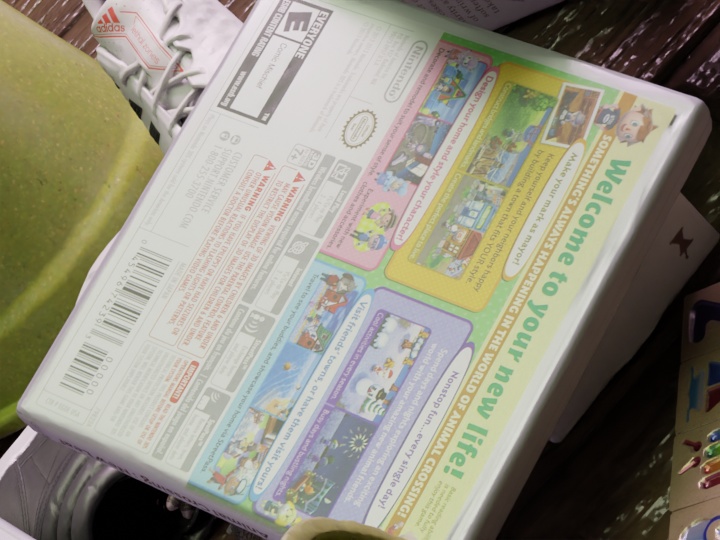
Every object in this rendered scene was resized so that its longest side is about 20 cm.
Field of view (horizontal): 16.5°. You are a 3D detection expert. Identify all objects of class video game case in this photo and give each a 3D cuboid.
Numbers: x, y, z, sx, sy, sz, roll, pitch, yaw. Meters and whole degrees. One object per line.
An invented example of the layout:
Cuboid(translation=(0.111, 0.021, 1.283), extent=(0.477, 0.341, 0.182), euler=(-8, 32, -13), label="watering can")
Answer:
Cuboid(translation=(0.000, 0.000, 0.871), extent=(0.182, 0.022, 0.200), euler=(21, 73, 28), label="video game case")

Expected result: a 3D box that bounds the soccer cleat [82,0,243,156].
Cuboid(translation=(-0.068, -0.077, 1.006), extent=(0.069, 0.085, 0.200), euler=(-43, 30, 4), label="soccer cleat")

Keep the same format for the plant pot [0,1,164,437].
Cuboid(translation=(-0.196, -0.054, 1.138), extent=(0.200, 0.184, 0.200), euler=(-36, 29, 24), label="plant pot")

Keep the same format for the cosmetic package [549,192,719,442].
Cuboid(translation=(0.033, -0.016, 0.968), extent=(0.101, 0.071, 0.200), euler=(-51, 32, -10), label="cosmetic package")

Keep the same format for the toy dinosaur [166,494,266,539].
Cuboid(translation=(-0.032, 0.046, 0.930), extent=(0.102, 0.077, 0.200), euler=(-3, 87, 60), label="toy dinosaur")

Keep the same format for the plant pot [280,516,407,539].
Cuboid(translation=(0.006, 0.200, 0.662), extent=(0.184, 0.200, 0.200), euler=(-52, 30, 9), label="plant pot")

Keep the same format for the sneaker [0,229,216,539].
Cuboid(translation=(-0.081, 0.053, 1.031), extent=(0.099, 0.071, 0.200), euler=(7, 62, 47), label="sneaker")

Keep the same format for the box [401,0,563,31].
Cuboid(translation=(0.054, -0.196, 1.116), extent=(0.200, 0.106, 0.152), euler=(-20, 40, 34), label="box")

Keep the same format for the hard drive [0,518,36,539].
Cuboid(translation=(-0.073, 0.137, 0.857), extent=(0.027, 0.132, 0.200), euler=(-54, 33, -12), label="hard drive")

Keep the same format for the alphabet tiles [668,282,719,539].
Cuboid(translation=(0.179, 0.006, 0.834), extent=(0.167, 0.008, 0.200), euler=(-24, 37, 32), label="alphabet tiles")
